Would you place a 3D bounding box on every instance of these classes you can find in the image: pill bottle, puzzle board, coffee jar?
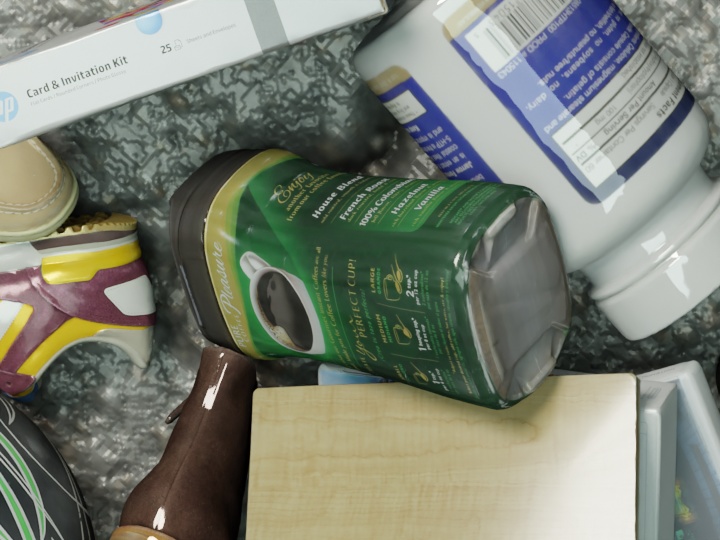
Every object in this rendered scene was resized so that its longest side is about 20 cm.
[{"bbox_3d":[0.102,-0.068,1.274,0.120,0.120,0.200,-39,98,10],"label":"pill bottle"},{"bbox_3d":[0.038,0.128,1.250,0.199,0.017,0.152,-3,73,19],"label":"puzzle board"},{"bbox_3d":[0.000,0.000,1.265,0.199,0.085,0.105,10,130,36],"label":"coffee jar"}]

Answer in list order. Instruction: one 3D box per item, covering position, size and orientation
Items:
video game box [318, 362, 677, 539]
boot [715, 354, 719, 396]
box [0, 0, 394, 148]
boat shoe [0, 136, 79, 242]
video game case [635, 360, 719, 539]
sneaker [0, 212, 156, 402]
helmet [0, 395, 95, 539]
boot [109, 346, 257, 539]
[{"bbox_3d":[0.070,0.145,1.322,0.181,0.047,0.201,6,111,18],"label":"video game box"},{"bbox_3d":[0.235,0.010,1.265,0.079,0.158,0.212,11,103,0],"label":"boot"},{"bbox_3d":[-0.081,-0.116,1.253,0.199,0.156,0.041,-20,99,7],"label":"box"},{"bbox_3d":[-0.231,-0.084,1.291,0.199,0.065,0.072,32,62,7],"label":"boat shoe"},{"bbox_3d":[0.128,0.161,1.343,0.181,0.023,0.201,-18,101,26],"label":"video game case"},{"bbox_3d":[-0.205,0.029,1.331,0.199,0.075,0.091,-10,96,6],"label":"sneaker"},{"bbox_3d":[-0.227,0.144,1.285,0.200,0.200,0.191,42,132,-7],"label":"helmet"},{"bbox_3d":[-0.080,0.147,1.340,0.072,0.200,0.167,16,67,12],"label":"boot"}]
